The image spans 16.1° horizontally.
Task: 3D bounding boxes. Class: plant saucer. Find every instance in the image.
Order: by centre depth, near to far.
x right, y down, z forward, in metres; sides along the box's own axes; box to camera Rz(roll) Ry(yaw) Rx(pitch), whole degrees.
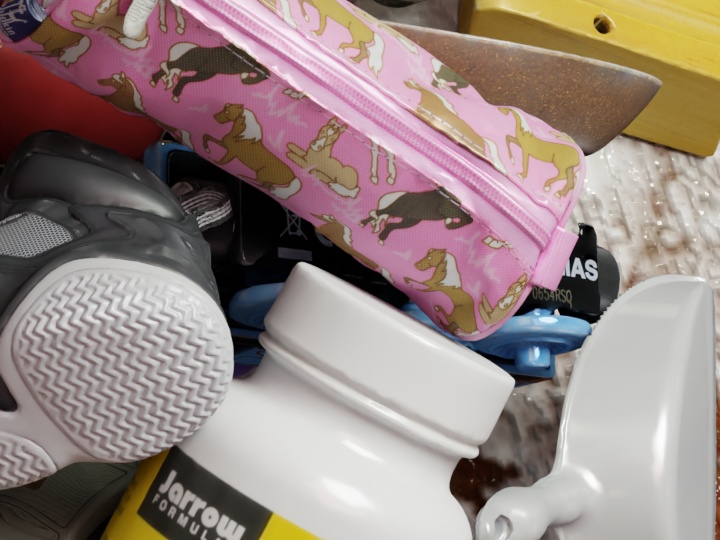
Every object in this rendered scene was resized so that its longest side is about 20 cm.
[{"bbox_3d":[0.013,-0.070,0.960,0.199,0.200,0.035,8,91,-24],"label":"plant saucer"}]

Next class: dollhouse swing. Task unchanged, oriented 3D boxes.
[{"bbox_3d":[0.127,-0.189,1.062,0.181,0.176,0.201,15,63,-21],"label":"dollhouse swing"}]

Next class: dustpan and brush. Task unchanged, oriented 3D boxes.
[{"bbox_3d":[0.088,0.078,0.919,0.057,0.200,0.140,1,95,15],"label":"dustpan and brush"}]

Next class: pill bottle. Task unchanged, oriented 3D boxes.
[{"bbox_3d":[-0.032,0.104,0.824,0.111,0.111,0.201,27,92,-15],"label":"pill bottle"}]

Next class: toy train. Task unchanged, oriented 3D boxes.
[{"bbox_3d":[0.000,0.000,0.947,0.199,0.114,0.087,8,72,-34],"label":"toy train"}]

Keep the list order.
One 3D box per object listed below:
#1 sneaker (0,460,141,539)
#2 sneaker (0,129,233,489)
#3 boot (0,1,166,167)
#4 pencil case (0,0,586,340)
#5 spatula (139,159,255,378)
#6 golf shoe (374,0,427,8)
[{"bbox_3d":[-0.124,0.104,0.891,0.075,0.107,0.200,27,29,10],"label":"sneaker"},{"bbox_3d":[-0.133,0.017,0.825,0.199,0.076,0.114,-9,33,10],"label":"sneaker"},{"bbox_3d":[-0.160,-0.056,0.882,0.199,0.073,0.144,13,23,-14],"label":"boot"},{"bbox_3d":[-0.019,-0.058,0.824,0.200,0.083,0.087,34,34,-20],"label":"pencil case"},{"bbox_3d":[-0.089,-0.052,0.980,0.056,0.021,0.201,-39,103,-33],"label":"spatula"},{"bbox_3d":[0.021,-0.209,1.038,0.072,0.092,0.201,9,90,-10],"label":"golf shoe"}]
